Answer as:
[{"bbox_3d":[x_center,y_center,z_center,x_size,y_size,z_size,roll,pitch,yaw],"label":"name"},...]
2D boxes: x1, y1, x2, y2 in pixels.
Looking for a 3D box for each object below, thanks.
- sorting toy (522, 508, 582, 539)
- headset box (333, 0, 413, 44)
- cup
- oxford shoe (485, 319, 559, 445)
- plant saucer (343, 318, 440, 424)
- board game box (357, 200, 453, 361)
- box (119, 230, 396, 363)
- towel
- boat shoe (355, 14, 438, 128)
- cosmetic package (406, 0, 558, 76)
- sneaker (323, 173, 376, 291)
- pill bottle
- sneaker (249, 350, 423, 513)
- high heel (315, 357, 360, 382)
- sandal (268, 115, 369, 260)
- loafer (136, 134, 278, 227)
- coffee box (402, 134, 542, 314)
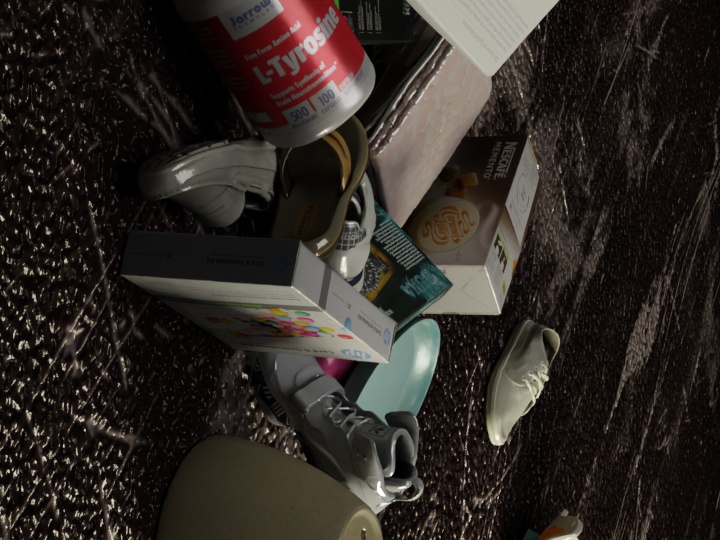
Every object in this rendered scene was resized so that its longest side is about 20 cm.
[{"bbox_3d":[0.251,0.398,2.229,0.180,0.106,0.202,-41,128,-68],"label":"sorting toy"},{"bbox_3d":[-0.033,-0.292,1.556,0.200,0.092,0.176,-14,103,-64],"label":"headset box"},{"bbox_3d":[-0.064,0.243,1.454,0.200,0.142,0.202,1,90,-65],"label":"cup"},{"bbox_3d":[0.202,0.136,2.145,0.201,0.057,0.076,-61,146,-43],"label":"oxford shoe"},{"bbox_3d":[0.016,0.133,1.691,0.200,0.027,0.201,-50,155,-32],"label":"plant saucer"},{"bbox_3d":[0.000,0.000,1.625,0.135,0.028,0.200,47,29,6],"label":"board game box"},{"bbox_3d":[-0.079,0.023,1.395,0.200,0.155,0.042,40,58,-61],"label":"box"},{"bbox_3d":[0.067,-0.151,1.738,0.201,0.032,0.191,-54,161,-17],"label":"towel"},{"bbox_3d":[0.046,-0.206,1.766,0.200,0.073,0.075,-47,161,-33],"label":"boat shoe"},{"bbox_3d":[0.109,-0.309,1.503,0.200,0.123,0.199,-48,151,4],"label":"cosmetic package"},{"bbox_3d":[-0.017,-0.065,1.555,0.201,0.076,0.081,-97,-169,-52],"label":"sneaker"},{"bbox_3d":[-0.081,-0.208,1.402,0.201,0.112,0.113,55,40,-29],"label":"pill bottle"},{"bbox_3d":[-0.016,0.128,1.524,0.075,0.115,0.201,-26,92,-46],"label":"sneaker"},{"bbox_3d":[-0.010,0.075,1.678,0.200,0.067,0.097,7,95,-60],"label":"high heel"},{"bbox_3d":[-0.041,-0.085,1.474,0.201,0.080,0.054,-77,154,-47],"label":"sandal"},{"bbox_3d":[-0.118,-0.070,1.406,0.200,0.069,0.070,-18,99,-65],"label":"loafer"},{"bbox_3d":[0.118,-0.051,1.879,0.080,0.113,0.201,67,34,-41],"label":"coffee box"}]
